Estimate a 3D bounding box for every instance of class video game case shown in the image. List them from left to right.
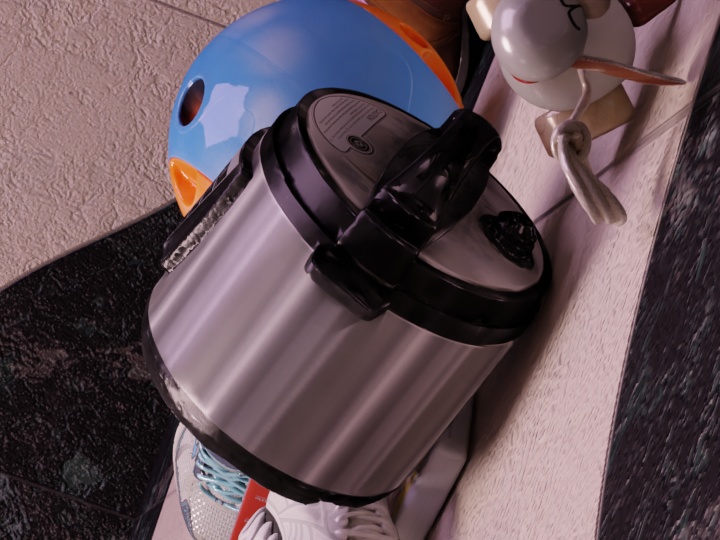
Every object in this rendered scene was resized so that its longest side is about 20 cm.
[{"bbox_3d":[0.025,0.114,1.565,0.182,0.023,0.200,-80,12,-52],"label":"video game case"}]

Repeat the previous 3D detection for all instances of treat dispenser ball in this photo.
[{"bbox_3d":[-0.027,-0.081,1.772,0.201,0.200,0.202,-160,90,-83],"label":"treat dispenser ball"}]

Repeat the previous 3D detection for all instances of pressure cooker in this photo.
[{"bbox_3d":[0.002,0.002,1.402,0.200,0.178,0.176,-52,41,26],"label":"pressure cooker"}]

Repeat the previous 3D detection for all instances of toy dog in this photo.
[{"bbox_3d":[0.111,-0.113,1.271,0.096,0.132,0.200,-31,18,4],"label":"toy dog"}]

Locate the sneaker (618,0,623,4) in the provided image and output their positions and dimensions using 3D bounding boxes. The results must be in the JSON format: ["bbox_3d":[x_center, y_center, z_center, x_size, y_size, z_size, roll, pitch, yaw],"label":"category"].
[{"bbox_3d":[0.119,-0.181,1.478,0.091,0.076,0.200,-65,8,-6],"label":"sneaker"}]

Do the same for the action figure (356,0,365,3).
[{"bbox_3d":[0.041,-0.202,2.141,0.149,0.134,0.200,-27,2,-26],"label":"action figure"}]

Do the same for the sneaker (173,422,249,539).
[{"bbox_3d":[-0.086,0.110,1.751,0.086,0.077,0.201,-69,-5,-58],"label":"sneaker"}]

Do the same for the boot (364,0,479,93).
[{"bbox_3d":[-0.005,-0.197,1.918,0.188,0.199,0.069,120,167,-55],"label":"boot"}]

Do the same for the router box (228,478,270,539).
[{"bbox_3d":[-0.049,0.176,1.689,0.200,0.049,0.180,69,-140,-82],"label":"router box"}]

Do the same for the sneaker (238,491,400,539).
[{"bbox_3d":[-0.012,0.143,1.459,0.081,0.075,0.200,-69,22,6],"label":"sneaker"}]
